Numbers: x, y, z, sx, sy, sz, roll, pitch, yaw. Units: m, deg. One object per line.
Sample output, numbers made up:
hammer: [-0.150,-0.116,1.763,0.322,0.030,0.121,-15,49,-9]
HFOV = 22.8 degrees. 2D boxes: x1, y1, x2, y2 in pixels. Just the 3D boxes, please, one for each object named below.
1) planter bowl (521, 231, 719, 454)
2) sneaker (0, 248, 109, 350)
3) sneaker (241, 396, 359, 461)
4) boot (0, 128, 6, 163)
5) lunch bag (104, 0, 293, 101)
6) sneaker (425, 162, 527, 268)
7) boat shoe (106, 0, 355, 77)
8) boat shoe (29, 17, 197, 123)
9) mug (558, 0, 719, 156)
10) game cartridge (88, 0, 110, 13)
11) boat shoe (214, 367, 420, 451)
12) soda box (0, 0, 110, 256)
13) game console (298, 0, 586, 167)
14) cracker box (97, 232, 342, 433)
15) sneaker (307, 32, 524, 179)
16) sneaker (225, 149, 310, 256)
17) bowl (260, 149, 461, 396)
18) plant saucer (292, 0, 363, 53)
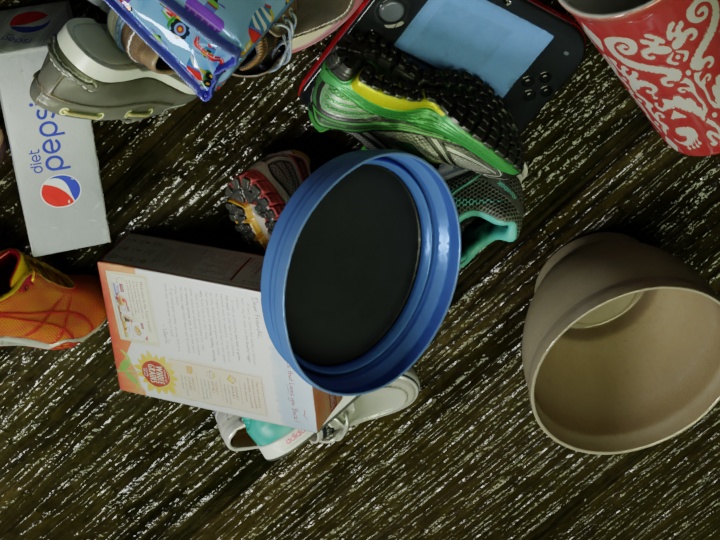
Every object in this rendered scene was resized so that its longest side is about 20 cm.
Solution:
planter bowl: [0.234,0.051,1.650,0.198,0.135,0.202,-8,130,-9]
sneaker: [-0.273,0.021,1.482,0.199,0.073,0.078,-5,130,-55]
sneaker: [-0.044,0.063,1.620,0.200,0.083,0.121,-41,104,-17]
boot: [-0.331,-0.031,1.481,0.199,0.073,0.166,-37,141,13]
lunch bag: [-0.127,-0.245,1.223,0.200,0.151,0.094,40,158,-6]
sneaker: [0.055,-0.035,1.545,0.199,0.092,0.078,-26,136,21]
boat shoe: [-0.083,-0.178,1.317,0.198,0.073,0.073,-17,143,-25]
boat shoe: [-0.179,-0.146,1.351,0.060,0.072,0.201,-46,166,18]
mug: [0.275,-0.205,1.456,0.177,0.134,0.200,-30,134,12]
game cartridge: [-0.200,-0.277,1.287,0.199,0.041,0.133,34,118,-17]
boat shoe: [-0.037,0.134,1.684,0.198,0.070,0.071,-6,130,-11]
soda box: [-0.247,-0.111,1.425,0.068,0.064,0.201,-11,131,-9]
game console: [0.072,-0.170,1.489,0.199,0.031,0.177,23,119,-30]
cracker box: [-0.118,0.051,1.521,0.198,0.058,0.135,11,124,24]
sneaker: [0.048,-0.123,1.473,0.199,0.079,0.085,23,133,-20]
sneaker: [-0.036,-0.012,1.532,0.082,0.077,0.201,-43,122,-34]
bowl: [0.000,0.000,1.438,0.200,0.039,0.203,-18,117,-40]
plant saucer: [-0.075,-0.242,1.375,0.198,0.051,0.202,-8,131,-9]
